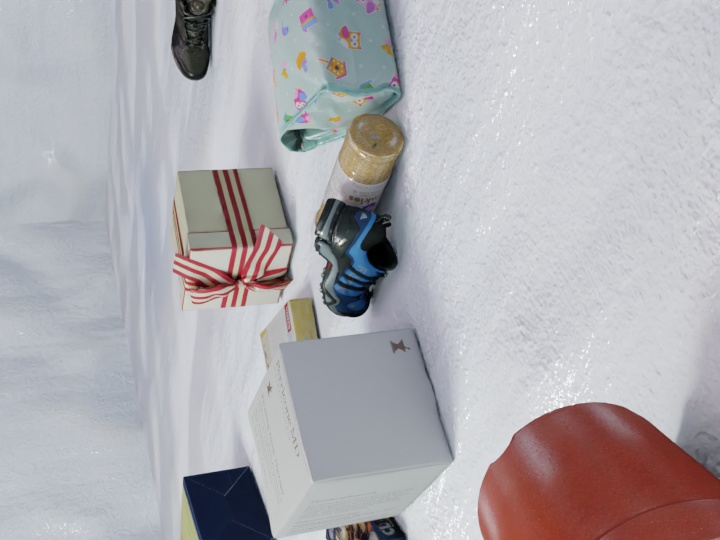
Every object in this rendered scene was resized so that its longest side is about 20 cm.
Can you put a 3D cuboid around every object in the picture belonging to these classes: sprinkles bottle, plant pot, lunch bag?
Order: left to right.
[{"bbox_3d":[-0.047,-0.247,1.226,0.200,0.122,0.171,-32,66,62],"label":"lunch bag"},{"bbox_3d":[-0.007,-0.097,1.227,0.200,0.068,0.068,114,145,-53],"label":"sprinkles bottle"},{"bbox_3d":[0.174,0.193,0.658,0.195,0.200,0.201,-119,30,-64],"label":"plant pot"}]

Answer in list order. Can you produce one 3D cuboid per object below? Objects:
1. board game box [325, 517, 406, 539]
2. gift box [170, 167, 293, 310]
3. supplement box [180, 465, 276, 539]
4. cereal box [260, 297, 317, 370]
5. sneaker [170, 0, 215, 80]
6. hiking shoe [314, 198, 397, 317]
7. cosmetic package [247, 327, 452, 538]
[{"bbox_3d":[0.003,0.352,1.366,0.200,0.035,0.136,-135,43,-60],"label":"board game box"},{"bbox_3d":[-0.213,-0.049,1.639,0.200,0.184,0.187,103,156,-54],"label":"gift box"},{"bbox_3d":[-0.257,0.520,1.974,0.200,0.134,0.200,-121,32,-49],"label":"supplement box"},{"bbox_3d":[-0.106,0.138,1.600,0.200,0.039,0.144,136,125,-65],"label":"cereal box"},{"bbox_3d":[-0.319,-0.464,1.973,0.114,0.076,0.200,-154,65,-74],"label":"sneaker"},{"bbox_3d":[0.000,0.000,1.224,0.200,0.086,0.075,78,-151,-56],"label":"hiking shoe"},{"bbox_3d":[-0.020,0.189,1.197,0.200,0.166,0.168,118,142,-55],"label":"cosmetic package"}]
